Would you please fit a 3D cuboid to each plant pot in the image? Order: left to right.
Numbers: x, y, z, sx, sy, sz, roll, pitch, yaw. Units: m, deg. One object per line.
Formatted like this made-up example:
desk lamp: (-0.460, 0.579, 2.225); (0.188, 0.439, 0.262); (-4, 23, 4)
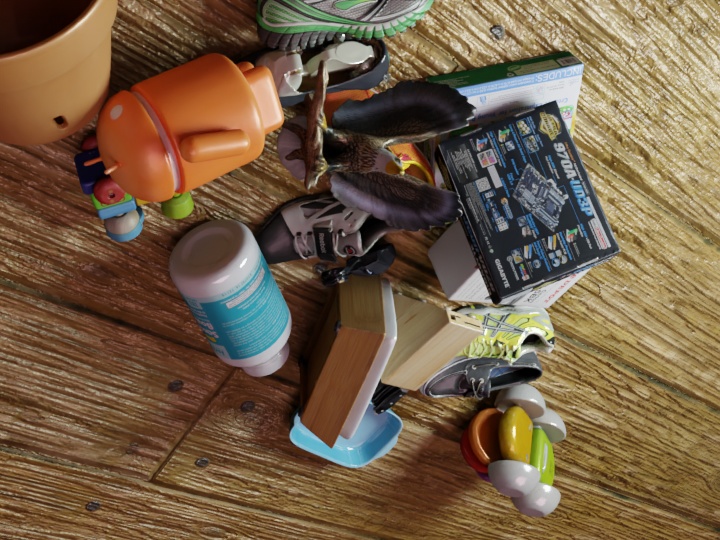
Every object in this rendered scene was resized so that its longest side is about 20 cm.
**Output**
plant pot: (-0.311, -0.211, 0.858); (0.197, 0.202, 0.141); (-16, 148, -11)

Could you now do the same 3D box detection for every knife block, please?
knife block: (0.066, 0.127, 1.299); (0.063, 0.199, 0.178); (16, 90, -33)

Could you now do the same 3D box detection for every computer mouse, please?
computer mouse: (0.000, 0.000, 1.176); (0.058, 0.200, 0.035); (-15, 95, 24)

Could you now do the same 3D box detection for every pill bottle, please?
pill bottle: (-0.152, 0.043, 1.172); (0.109, 0.111, 0.201); (-24, 132, -3)

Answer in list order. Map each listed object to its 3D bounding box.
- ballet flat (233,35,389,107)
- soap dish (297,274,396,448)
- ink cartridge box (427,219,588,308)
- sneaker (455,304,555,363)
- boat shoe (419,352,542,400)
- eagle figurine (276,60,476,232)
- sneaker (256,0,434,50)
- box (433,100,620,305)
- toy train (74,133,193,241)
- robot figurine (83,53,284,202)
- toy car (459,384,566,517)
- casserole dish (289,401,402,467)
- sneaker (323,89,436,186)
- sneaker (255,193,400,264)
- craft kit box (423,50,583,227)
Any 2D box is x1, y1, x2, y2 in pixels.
ballet flat: (-0.057, -0.221, 1.027); (0.197, 0.073, 0.074); (-13, 131, -18)
soap dish: (-0.022, 0.109, 1.262); (0.080, 0.158, 0.202); (16, 121, -13)
ink cartridge box: (0.214, -0.028, 1.258); (0.198, 0.084, 0.147); (5, 140, -36)
sneaker: (0.197, 0.097, 1.393); (0.197, 0.077, 0.076); (-11, 132, -14)
boat shoe: (0.188, 0.166, 1.451); (0.197, 0.067, 0.071); (-10, 130, -16)
eagle figurine: (0.019, -0.128, 1.034); (0.198, 0.152, 0.152); (0, 144, -38)
sneaker: (-0.013, -0.290, 0.989); (0.197, 0.078, 0.086); (-13, 130, -13)
box: (0.195, -0.082, 1.121); (0.157, 0.203, 0.046); (-21, 171, -7)
toy train: (-0.207, -0.106, 1.056); (0.197, 0.085, 0.117); (-18, 144, -12)
robot figurine: (-0.174, -0.141, 0.938); (0.198, 0.145, 0.117); (-29, 158, -22)
toy car: (0.242, 0.294, 1.536); (0.148, 0.177, 0.200); (-10, 142, 32)
casserole dish: (-0.025, 0.230, 1.429); (0.199, 0.039, 0.121); (31, 110, -38)
sneaker: (0.024, -0.150, 1.108); (0.199, 0.078, 0.073); (39, 111, -24)
sneaker: (-0.035, -0.048, 1.168); (0.197, 0.089, 0.075); (-24, 134, -2)
craft kit box: (0.176, -0.164, 1.198); (0.197, 0.049, 0.200); (-12, 128, -14)
